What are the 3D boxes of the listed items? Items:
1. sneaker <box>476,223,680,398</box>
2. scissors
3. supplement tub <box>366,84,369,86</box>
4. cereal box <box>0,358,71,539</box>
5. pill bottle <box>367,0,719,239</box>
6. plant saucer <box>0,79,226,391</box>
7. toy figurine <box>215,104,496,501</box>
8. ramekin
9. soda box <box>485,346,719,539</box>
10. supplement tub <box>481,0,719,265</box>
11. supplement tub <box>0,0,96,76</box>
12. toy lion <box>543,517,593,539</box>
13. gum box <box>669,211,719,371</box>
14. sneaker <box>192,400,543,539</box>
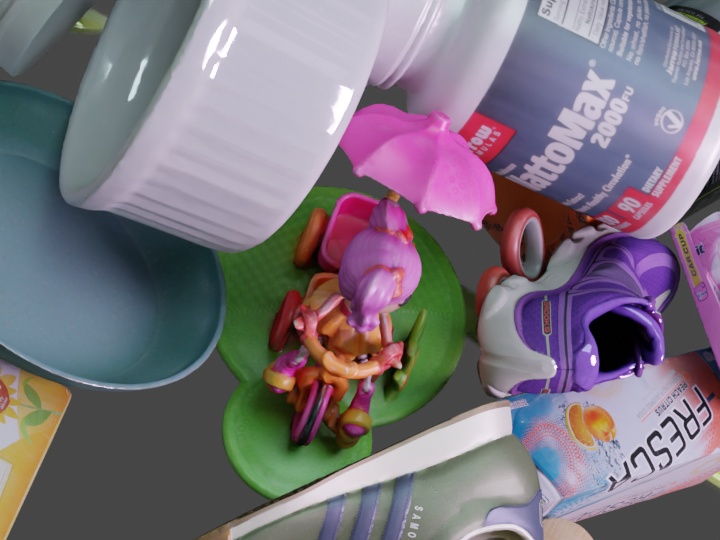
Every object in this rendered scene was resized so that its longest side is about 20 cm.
[{"bbox_3d":[0.134,0.032,1.353,0.083,0.081,0.200,10,20,25],"label":"sneaker"},{"bbox_3d":[0.105,0.029,1.405,0.014,0.200,0.073,9,71,24],"label":"scissors"},{"bbox_3d":[-0.025,-0.215,1.457,0.140,0.140,0.200,22,54,-17],"label":"supplement tub"},{"bbox_3d":[-0.255,0.071,1.221,0.200,0.040,0.144,31,49,-10],"label":"cereal box"},{"bbox_3d":[0.091,-0.108,1.337,0.200,0.120,0.120,24,53,-12],"label":"pill bottle"},{"bbox_3d":[-0.162,-0.011,1.302,0.200,0.036,0.200,27,38,-24],"label":"plant saucer"},{"bbox_3d":[0.000,0.000,1.303,0.150,0.184,0.200,21,59,-4],"label":"toy figurine"},{"bbox_3d":[-0.068,-0.106,1.284,0.098,0.200,0.201,25,53,-18],"label":"ramekin"},{"bbox_3d":[0.136,0.097,1.398,0.200,0.068,0.064,-12,69,-42],"label":"soda box"},{"bbox_3d":[0.162,-0.082,1.499,0.200,0.123,0.123,-29,79,-39],"label":"supplement tub"},{"bbox_3d":[-0.221,-0.215,1.341,0.200,0.145,0.145,41,51,-3],"label":"supplement tub"},{"bbox_3d":[0.098,0.245,1.315,0.200,0.069,0.192,38,58,-6],"label":"toy lion"},{"bbox_3d":[0.253,0.030,1.459,0.200,0.066,0.114,22,46,-62],"label":"gum box"},{"bbox_3d":[0.004,0.144,1.278,0.200,0.067,0.090,-24,86,-9],"label":"sneaker"}]
